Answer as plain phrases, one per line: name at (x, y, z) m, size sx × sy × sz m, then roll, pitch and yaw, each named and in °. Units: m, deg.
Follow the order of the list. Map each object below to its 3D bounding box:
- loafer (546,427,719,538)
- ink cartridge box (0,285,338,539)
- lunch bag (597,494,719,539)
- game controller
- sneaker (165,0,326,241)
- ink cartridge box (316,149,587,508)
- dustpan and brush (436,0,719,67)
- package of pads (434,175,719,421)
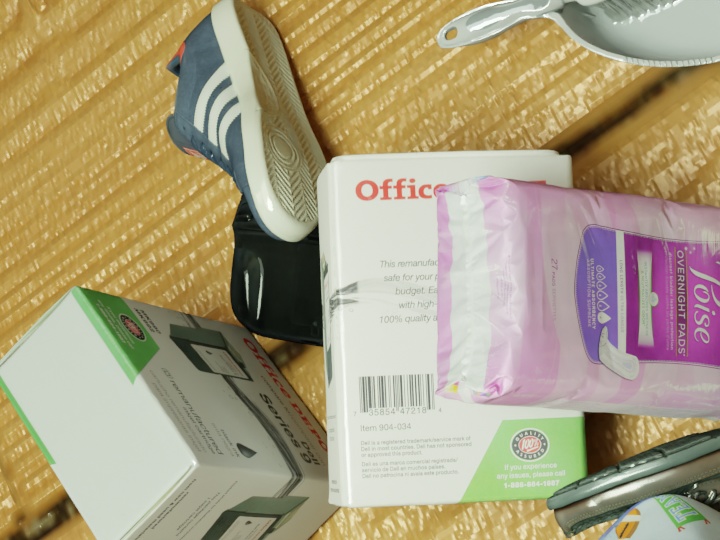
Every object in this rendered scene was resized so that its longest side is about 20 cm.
loafer at (0.204, 0.116, 1.196) m, size 0.199 × 0.072 × 0.063 m, roll -21°, pitch 86°, yaw 3°
ink cartridge box at (-0.110, 0.099, 1.338) m, size 0.084 × 0.200 × 0.146 m, roll -45°, pitch 64°, yaw 15°
lunch bag at (0.169, 0.224, 1.186) m, size 0.200 × 0.160 × 0.076 m, roll -49°, pitch 25°, yaw 20°
game controller at (0.000, 0.000, 1.384) m, size 0.199 × 0.042 × 0.105 m, roll 8°, pitch 102°, yaw 32°
sneaker at (-0.080, -0.083, 1.401) m, size 0.084 × 0.075 × 0.201 m, roll -36°, pitch 44°, yaw 22°
ink cartridge box at (0.052, 0.035, 1.271) m, size 0.144 × 0.084 × 0.202 m, roll -2°, pitch 85°, yaw -7°
dustpan and brush at (0.141, -0.169, 1.300) m, size 0.199 × 0.057 × 0.141 m, roll -21°, pitch 74°, yaw 28°
package of pads at (0.131, 0.018, 1.199) m, size 0.075 × 0.199 × 0.122 m, roll -7°, pitch 80°, yaw 53°
